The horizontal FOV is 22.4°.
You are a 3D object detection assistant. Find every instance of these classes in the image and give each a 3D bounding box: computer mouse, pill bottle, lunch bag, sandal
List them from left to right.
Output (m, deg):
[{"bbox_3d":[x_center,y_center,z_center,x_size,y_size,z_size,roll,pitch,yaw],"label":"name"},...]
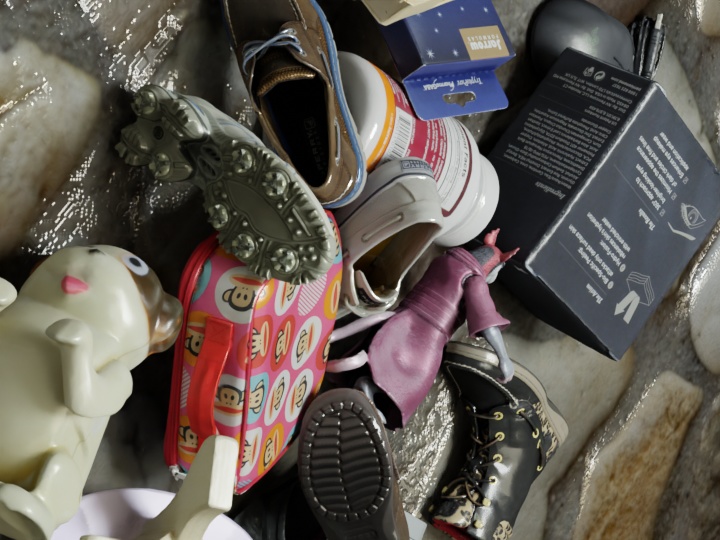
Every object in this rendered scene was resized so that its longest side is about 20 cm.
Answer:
[{"bbox_3d":[-0.083,0.060,1.324,0.176,0.082,0.200,-50,152,-56],"label":"lunch bag"},{"bbox_3d":[-0.049,0.197,1.463,0.075,0.048,0.200,44,50,0],"label":"sandal"},{"bbox_3d":[0.023,-0.088,1.441,0.200,0.113,0.113,27,79,-50],"label":"pill bottle"},{"bbox_3d":[0.232,-0.198,1.710,0.200,0.053,0.139,19,86,-51],"label":"computer mouse"}]

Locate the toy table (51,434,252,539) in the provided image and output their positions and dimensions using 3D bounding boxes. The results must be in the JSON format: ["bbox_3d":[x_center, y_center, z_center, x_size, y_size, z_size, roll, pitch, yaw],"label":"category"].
[{"bbox_3d":[-0.127,0.212,1.266,0.200,0.117,0.184,3,78,-33],"label":"toy table"}]

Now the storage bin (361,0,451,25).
[{"bbox_3d":[0.052,-0.309,1.370,0.200,0.094,0.199,-27,90,-44],"label":"storage bin"}]

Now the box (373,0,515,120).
[{"bbox_3d":[0.051,-0.217,1.422,0.121,0.032,0.200,-14,77,-48],"label":"box"}]

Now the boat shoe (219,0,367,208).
[{"bbox_3d":[-0.050,-0.143,1.307,0.200,0.072,0.072,64,9,5],"label":"boat shoe"}]

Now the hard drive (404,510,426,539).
[{"bbox_3d":[-0.020,0.289,1.562,0.132,0.027,0.200,37,72,-48],"label":"hard drive"}]

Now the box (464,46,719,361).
[{"bbox_3d":[0.209,-0.058,1.640,0.200,0.117,0.197,-54,137,-6],"label":"box"}]

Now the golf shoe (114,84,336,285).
[{"bbox_3d":[-0.074,-0.065,1.271,0.097,0.200,0.078,-4,131,-55],"label":"golf shoe"}]

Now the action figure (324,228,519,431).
[{"bbox_3d":[0.050,0.036,1.504,0.200,0.134,0.149,-52,124,-11],"label":"action figure"}]

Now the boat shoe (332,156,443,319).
[{"bbox_3d":[0.000,0.000,1.389,0.071,0.200,0.070,9,50,-37],"label":"boat shoe"}]

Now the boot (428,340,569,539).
[{"bbox_3d":[0.111,0.165,1.654,0.151,0.073,0.200,-63,144,-17],"label":"boot"}]

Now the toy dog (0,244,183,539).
[{"bbox_3d":[-0.199,0.074,1.204,0.200,0.139,0.194,-62,152,-18],"label":"toy dog"}]

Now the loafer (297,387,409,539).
[{"bbox_3d":[-0.004,0.173,1.432,0.071,0.073,0.200,-86,167,-63],"label":"loafer"}]
